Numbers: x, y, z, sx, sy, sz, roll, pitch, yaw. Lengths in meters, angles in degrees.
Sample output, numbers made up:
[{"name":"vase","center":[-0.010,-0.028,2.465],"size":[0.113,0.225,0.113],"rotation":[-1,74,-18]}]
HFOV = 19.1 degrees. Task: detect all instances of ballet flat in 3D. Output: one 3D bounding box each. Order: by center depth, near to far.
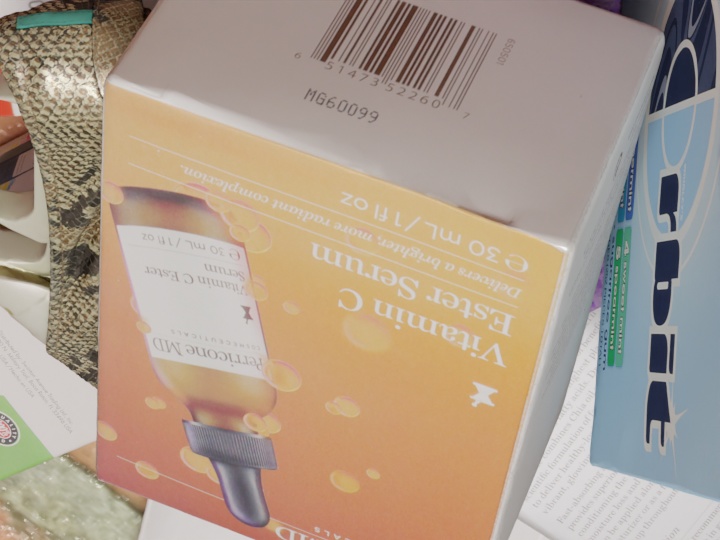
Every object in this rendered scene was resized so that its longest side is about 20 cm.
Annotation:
[{"name":"ballet flat","center":[-0.108,-0.023,0.770],"size":[0.075,0.068,0.201],"rotation":[2,141,-5]}]

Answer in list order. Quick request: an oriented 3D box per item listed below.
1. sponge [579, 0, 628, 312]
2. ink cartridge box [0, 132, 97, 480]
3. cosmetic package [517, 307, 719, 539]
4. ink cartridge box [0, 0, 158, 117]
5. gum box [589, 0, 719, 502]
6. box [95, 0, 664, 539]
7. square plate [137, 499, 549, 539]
[{"name":"sponge","center":[0.072,-0.088,0.780],"size":[0.111,0.030,0.201],"rotation":[-29,107,-7]},{"name":"ink cartridge box","center":[-0.102,-0.003,0.883],"size":[0.199,0.067,0.117],"rotation":[-23,117,23]},{"name":"cosmetic package","center":[0.097,0.055,0.876],"size":[0.199,0.071,0.102],"rotation":[33,106,-13]},{"name":"ink cartridge box","center":[-0.113,-0.128,0.741],"size":[0.057,0.200,0.163],"rotation":[25,135,40]},{"name":"gum box","center":[0.118,-0.016,0.669],"size":[0.044,0.200,0.171],"rotation":[5,88,-5]},{"name":"box","center":[0.000,0.000,0.721],"size":[0.151,0.107,0.201],"rotation":[19,138,10]},{"name":"square plate","center":[-0.007,0.143,0.988],"size":[0.199,0.029,0.199],"rotation":[16,124,-2]}]
